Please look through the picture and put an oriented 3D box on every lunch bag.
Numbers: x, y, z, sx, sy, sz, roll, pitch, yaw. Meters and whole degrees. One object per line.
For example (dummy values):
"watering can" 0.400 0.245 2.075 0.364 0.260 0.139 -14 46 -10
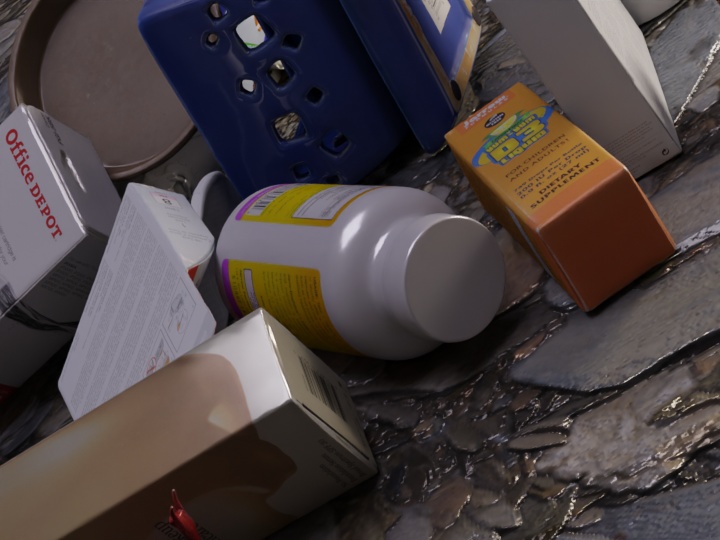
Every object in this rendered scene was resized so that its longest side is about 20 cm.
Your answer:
"lunch bag" -0.161 -0.223 1.610 0.170 0.124 0.200 8 82 20

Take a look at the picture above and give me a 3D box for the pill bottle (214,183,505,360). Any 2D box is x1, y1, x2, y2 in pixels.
"pill bottle" 0.000 0.000 1.164 0.104 0.104 0.200 -46 26 -21

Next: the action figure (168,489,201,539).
"action figure" -0.101 0.194 0.960 0.065 0.099 0.200 -28 22 16

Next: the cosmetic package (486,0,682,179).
"cosmetic package" 0.134 -0.161 1.219 0.052 0.151 0.200 -30 24 15

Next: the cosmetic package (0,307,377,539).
"cosmetic package" -0.104 0.116 1.075 0.200 0.105 0.071 -32 49 13

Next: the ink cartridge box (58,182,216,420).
"ink cartridge box" -0.130 0.058 1.222 0.200 0.057 0.163 48 121 52

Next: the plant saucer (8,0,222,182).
"plant saucer" -0.192 -0.165 1.524 0.200 0.029 0.200 -5 78 24

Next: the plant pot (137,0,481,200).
"plant pot" -0.024 -0.179 1.423 0.180 0.200 0.200 -19 28 24

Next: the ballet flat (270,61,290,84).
"ballet flat" -0.137 -0.144 1.674 0.200 0.076 0.064 -36 56 13

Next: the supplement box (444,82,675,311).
"supplement box" 0.114 -0.048 1.145 0.067 0.069 0.200 -36 22 0

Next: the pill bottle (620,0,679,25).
"pill bottle" 0.154 -0.274 1.337 0.114 0.200 0.114 -30 24 15

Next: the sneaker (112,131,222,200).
"sneaker" -0.169 -0.035 1.521 0.200 0.078 0.099 -47 35 -10

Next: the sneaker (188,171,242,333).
"sneaker" -0.142 0.001 1.396 0.099 0.071 0.200 -21 32 22

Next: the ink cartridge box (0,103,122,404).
"ink cartridge box" -0.273 -0.004 1.460 0.200 0.083 0.147 -41 55 16

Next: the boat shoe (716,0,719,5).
"boat shoe" 0.316 -0.215 1.186 0.202 0.075 0.075 -20 14 21
